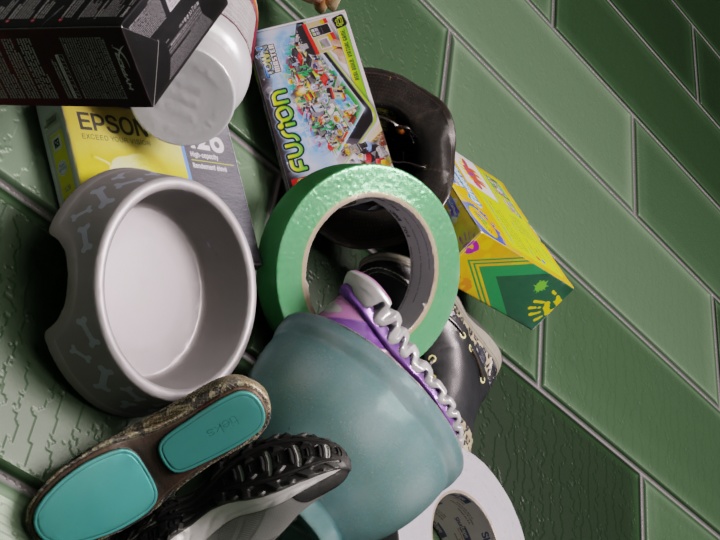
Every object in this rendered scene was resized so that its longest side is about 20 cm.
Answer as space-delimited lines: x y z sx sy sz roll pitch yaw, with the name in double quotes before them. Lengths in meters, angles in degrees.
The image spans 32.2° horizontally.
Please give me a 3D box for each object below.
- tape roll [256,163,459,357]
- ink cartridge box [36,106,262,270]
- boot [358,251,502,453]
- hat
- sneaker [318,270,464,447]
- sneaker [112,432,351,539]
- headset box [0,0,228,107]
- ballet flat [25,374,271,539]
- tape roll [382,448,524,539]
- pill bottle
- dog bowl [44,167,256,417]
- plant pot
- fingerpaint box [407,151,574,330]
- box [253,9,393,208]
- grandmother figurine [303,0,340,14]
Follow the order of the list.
"tape roll" 0.000 0.000 1.183 0.198 0.048 0.203 -3 96 -30
"ink cartridge box" -0.186 -0.093 1.098 0.197 0.047 0.202 0 71 -51
"boot" 0.062 0.092 1.273 0.203 0.073 0.155 44 43 -24
"hat" 0.008 -0.106 1.309 0.198 0.081 0.203 1 70 -2
"sneaker" 0.019 0.101 1.137 0.088 0.080 0.201 -38 108 -12
"sneaker" -0.092 0.191 0.935 0.080 0.199 0.074 57 4 -24
"headset box" -0.228 -0.202 0.991 0.149 0.198 0.076 -65 149 -42
"ballet flat" -0.160 0.140 0.941 0.199 0.075 0.068 -30 107 -14
"tape roll" 0.078 0.269 1.186 0.199 0.066 0.202 30 47 -37
"pill bottle" -0.149 -0.195 1.108 0.110 0.109 0.201 44 22 -25
"dog bowl" -0.161 0.016 0.998 0.199 0.058 0.203 6 82 -51
"plant pot" -0.033 0.154 1.036 0.134 0.200 0.201 -47 108 -24
"fingerpaint box" 0.122 -0.048 1.375 0.166 0.073 0.201 28 24 -40
"box" -0.040 -0.159 1.264 0.035 0.109 0.202 94 -20 -70
"grandmother figurine" -0.118 -0.317 1.273 0.198 0.121 0.061 16 82 -23
